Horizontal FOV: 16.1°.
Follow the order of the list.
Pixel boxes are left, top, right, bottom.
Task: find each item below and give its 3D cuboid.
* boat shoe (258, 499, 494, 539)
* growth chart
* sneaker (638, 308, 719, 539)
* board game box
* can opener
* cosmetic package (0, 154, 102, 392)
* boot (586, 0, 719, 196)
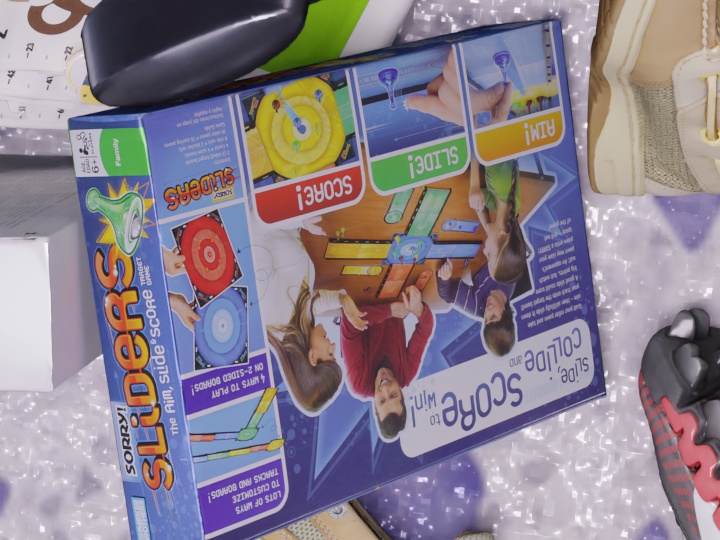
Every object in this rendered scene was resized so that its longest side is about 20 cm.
[{"bbox_3d":[0.024,0.124,0.897,0.200,0.072,0.076,41,88,0],"label":"boat shoe"},{"bbox_3d":[-0.073,-0.085,0.827,0.199,0.018,0.145,-1,141,-17],"label":"growth chart"},{"bbox_3d":[0.141,0.113,0.865,0.098,0.071,0.201,-42,72,44],"label":"sneaker"},{"bbox_3d":[0.000,0.000,0.815,0.034,0.200,0.136,0,102,43],"label":"board game box"},{"bbox_3d":[0.010,-0.104,0.718,0.199,0.063,0.079,-21,67,21],"label":"can opener"},{"bbox_3d":[-0.110,-0.003,0.827,0.082,0.200,0.051,-1,99,11],"label":"cosmetic package"},{"bbox_3d":[0.150,-0.071,0.782,0.155,0.200,0.073,8,65,7],"label":"boot"}]
